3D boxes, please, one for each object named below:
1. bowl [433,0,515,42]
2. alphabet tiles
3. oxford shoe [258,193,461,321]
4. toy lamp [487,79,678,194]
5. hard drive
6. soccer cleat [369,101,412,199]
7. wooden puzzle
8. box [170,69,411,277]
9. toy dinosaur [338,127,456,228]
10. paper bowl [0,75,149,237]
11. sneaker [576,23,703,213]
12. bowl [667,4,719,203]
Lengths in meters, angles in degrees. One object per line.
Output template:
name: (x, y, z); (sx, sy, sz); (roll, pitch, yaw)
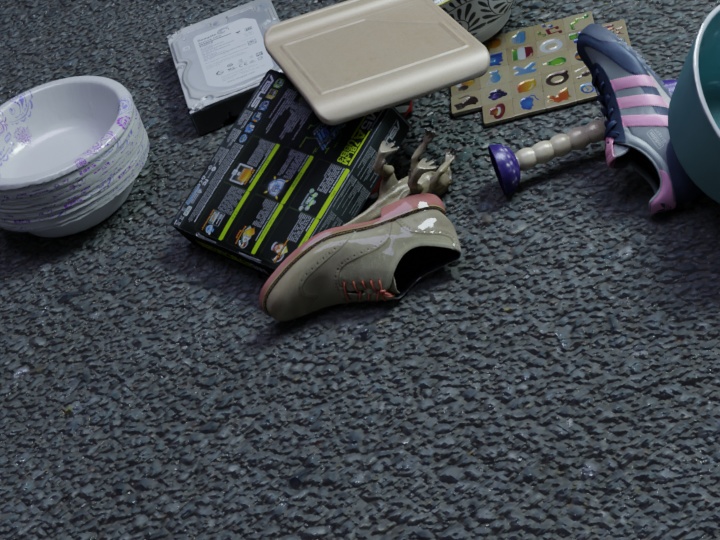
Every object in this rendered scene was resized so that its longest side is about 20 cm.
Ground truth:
bowl: (0.109, -0.309, 1.883); (0.199, 0.095, 0.202); (-22, 34, 16)
alphabet tiles: (0.192, -0.217, 1.814); (0.198, 0.006, 0.167); (-13, 38, 10)
oxford shoe: (0.000, 0.000, 1.582); (0.199, 0.071, 0.075); (-29, 52, -1)
toy lamp: (0.224, -0.135, 1.652); (0.198, 0.059, 0.058); (-20, 36, 0)
hard drive: (-0.147, -0.244, 1.985); (0.138, 0.038, 0.201); (-21, 36, 0)
soccer cleat: (0.005, -0.150, 1.751); (0.068, 0.086, 0.201); (0, 41, 25)
wooden puzzle: (0.014, -0.217, 1.709); (0.183, 0.038, 0.200); (-19, 36, -11)
box: (-0.072, -0.094, 1.699); (0.192, 0.048, 0.201); (21, 75, 41)
toy dinosaur: (0.037, -0.072, 1.623); (0.199, 0.102, 0.058); (-29, 55, -36)
paper bowl: (-0.326, -0.116, 1.852); (0.199, 0.105, 0.202); (-13, 36, 10)
sneaker: (0.249, -0.143, 1.584); (0.082, 0.070, 0.201); (-33, 67, -6)
bowl: (0.353, -0.131, 1.503); (0.201, 0.201, 0.105); (-50, 2, -34)
